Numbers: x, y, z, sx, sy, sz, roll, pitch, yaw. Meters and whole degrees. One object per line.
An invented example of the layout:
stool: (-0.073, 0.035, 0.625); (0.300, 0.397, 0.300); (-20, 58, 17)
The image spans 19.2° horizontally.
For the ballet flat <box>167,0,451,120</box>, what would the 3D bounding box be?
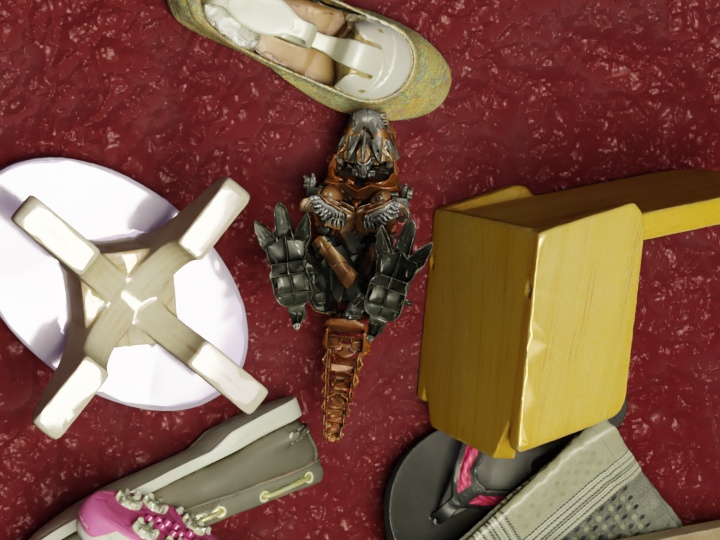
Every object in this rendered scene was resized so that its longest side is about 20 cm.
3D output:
ballet flat: (-0.027, -0.145, 1.341); (0.200, 0.071, 0.071); (23, 89, -17)

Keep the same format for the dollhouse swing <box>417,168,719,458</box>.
dollhouse swing: (0.153, 0.022, 1.338); (0.176, 0.200, 0.182); (4, 94, -17)

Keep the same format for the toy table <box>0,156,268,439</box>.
toy table: (-0.146, 0.015, 1.296); (0.200, 0.117, 0.184); (28, 87, -17)

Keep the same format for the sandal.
sandal: (0.098, 0.119, 1.396); (0.200, 0.045, 0.075); (-33, 98, -20)

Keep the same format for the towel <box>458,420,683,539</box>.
towel: (0.123, 0.208, 1.398); (0.200, 0.035, 0.193); (-39, 129, -5)

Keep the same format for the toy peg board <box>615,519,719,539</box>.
toy peg board: (0.213, 0.274, 1.357); (0.199, 0.098, 0.200); (-3, 97, -43)

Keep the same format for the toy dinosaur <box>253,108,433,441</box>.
toy dinosaur: (0.000, 0.000, 1.326); (0.102, 0.136, 0.200); (-15, 88, 5)

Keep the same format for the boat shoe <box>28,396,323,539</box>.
boat shoe: (-0.117, 0.149, 1.339); (0.202, 0.072, 0.060); (-27, 97, -16)

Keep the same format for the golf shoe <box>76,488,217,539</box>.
golf shoe: (-0.102, 0.205, 1.293); (0.200, 0.075, 0.092); (35, 103, -29)
